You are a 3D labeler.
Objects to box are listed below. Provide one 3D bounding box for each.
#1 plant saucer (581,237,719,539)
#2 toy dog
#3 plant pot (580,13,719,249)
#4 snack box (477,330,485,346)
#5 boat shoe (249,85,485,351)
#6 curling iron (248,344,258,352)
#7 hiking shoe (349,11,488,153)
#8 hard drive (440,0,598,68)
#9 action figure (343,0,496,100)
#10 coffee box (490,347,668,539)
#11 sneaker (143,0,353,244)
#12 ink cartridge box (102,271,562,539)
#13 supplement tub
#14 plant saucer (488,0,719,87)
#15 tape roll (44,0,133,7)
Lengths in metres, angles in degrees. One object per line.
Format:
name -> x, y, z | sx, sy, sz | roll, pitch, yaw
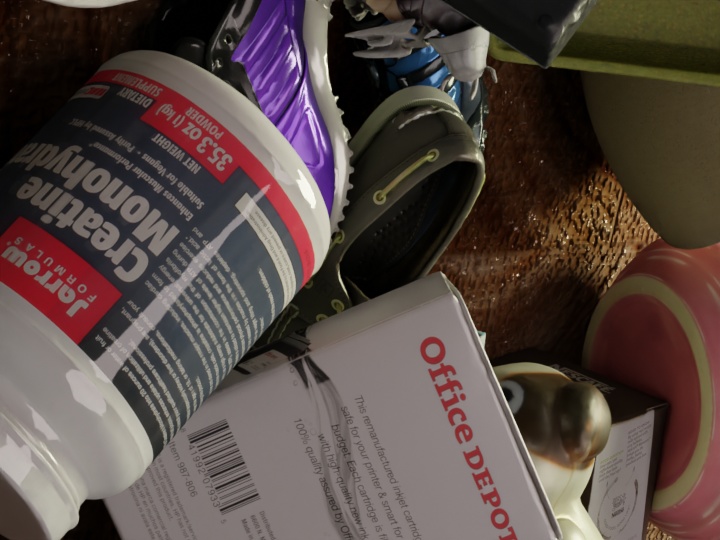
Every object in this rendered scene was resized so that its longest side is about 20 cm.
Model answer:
plant saucer -> 0.201, 0.077, 1.291 | 0.051, 0.200, 0.202 | -3, 110, -25
toy dog -> 0.095, 0.152, 1.135 | 0.193, 0.139, 0.201 | -17, 107, -31
plant pot -> 0.209, -0.132, 1.225 | 0.134, 0.200, 0.201 | 40, 73, -16
snack box -> 0.012, 0.112, 1.159 | 0.200, 0.037, 0.117 | -28, 128, -59
boat shoe -> -0.002, -0.001, 1.067 | 0.072, 0.060, 0.202 | 18, 115, -35
curling iron -> -0.067, 0.134, 1.092 | 0.025, 0.049, 0.201 | -14, 111, -48
hiking shoe -> 0.026, -0.114, 1.101 | 0.086, 0.074, 0.201 | 8, 101, -28
hard drive -> 0.047, -0.205, 0.954 | 0.140, 0.199, 0.033 | -52, 168, -15
action figure -> 0.045, -0.183, 1.005 | 0.069, 0.129, 0.201 | 23, 58, -71
coffee box -> 0.118, 0.166, 1.288 | 0.079, 0.114, 0.201 | -14, 117, -46
sneaker -> -0.064, -0.093, 0.999 | 0.099, 0.069, 0.201 | -19, 115, -38
ink cartridge box -> -0.018, 0.107, 1.010 | 0.199, 0.084, 0.145 | -23, 99, 1
supplement tub -> -0.121, 0.012, 0.914 | 0.200, 0.140, 0.141 | -50, 138, -23
plant saucer -> 0.182, -0.201, 1.132 | 0.048, 0.199, 0.201 | 35, 63, -79
tape roll -> -0.125, -0.218, 0.861 | 0.202, 0.071, 0.204 | -23, 123, -41
